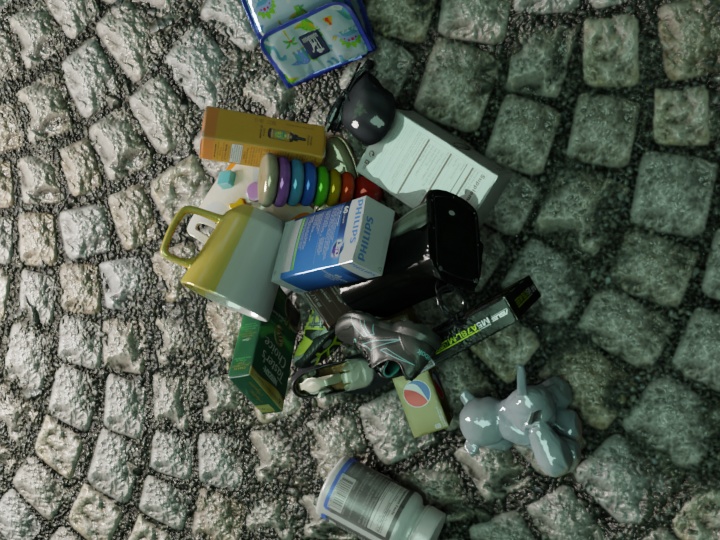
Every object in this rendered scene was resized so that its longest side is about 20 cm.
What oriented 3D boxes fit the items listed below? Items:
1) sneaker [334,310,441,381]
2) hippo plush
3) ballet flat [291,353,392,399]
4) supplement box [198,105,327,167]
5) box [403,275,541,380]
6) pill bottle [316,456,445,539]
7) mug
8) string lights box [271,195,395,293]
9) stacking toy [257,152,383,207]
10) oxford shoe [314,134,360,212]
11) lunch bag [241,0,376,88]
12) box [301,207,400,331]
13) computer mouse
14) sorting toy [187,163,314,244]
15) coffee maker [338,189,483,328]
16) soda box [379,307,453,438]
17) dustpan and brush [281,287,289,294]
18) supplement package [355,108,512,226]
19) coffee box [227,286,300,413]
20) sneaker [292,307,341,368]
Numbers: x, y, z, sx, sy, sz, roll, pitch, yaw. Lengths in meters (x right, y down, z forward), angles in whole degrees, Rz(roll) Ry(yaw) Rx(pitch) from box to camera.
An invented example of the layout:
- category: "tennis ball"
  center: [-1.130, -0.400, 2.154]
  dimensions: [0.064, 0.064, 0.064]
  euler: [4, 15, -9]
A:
- category: "sneaker"
  center: [0.025, 0.110, 1.326]
  dimensions: [0.199, 0.075, 0.080]
  euler: [5, 65, 49]
- category: "hippo plush"
  center: [0.236, 0.250, 1.402]
  dimensions: [0.160, 0.200, 0.160]
  euler: [-21, 68, 31]
- category: "ballet flat"
  center: [-0.033, 0.185, 1.556]
  dimensions: [0.199, 0.073, 0.074]
  euler: [-12, 93, 23]
- category: "supplement box"
  center: [-0.157, -0.206, 1.466]
  dimensions: [0.199, 0.069, 0.067]
  euler: [8, 60, -8]
- category: "box"
  center: [0.168, 0.086, 1.394]
  dimensions: [0.199, 0.193, 0.048]
  euler: [-32, 85, 22]
- category: "pill bottle"
  center: [0.036, 0.408, 1.537]
  dimensions: [0.199, 0.114, 0.114]
  euler: [25, 106, 17]
- category: "mug"
  center: [-0.195, -0.025, 1.419]
  dimensions: [0.149, 0.186, 0.154]
  euler: [14, 77, 48]
- category: "string lights box"
  center: [-0.044, -0.034, 1.331]
  dimensions: [0.199, 0.059, 0.103]
  euler: [-12, 59, 49]
- category: "stacking toy"
  center: [-0.061, -0.136, 1.450]
  dimensions: [0.199, 0.085, 0.086]
  euler: [4, 102, -16]
- category: "oxford shoe"
  center: [-0.042, -0.125, 1.511]
  dimensions: [0.070, 0.074, 0.201]
  euler: [-4, 95, 25]
- category: "lunch bag"
  center: [-0.085, -0.416, 1.466]
  dimensions: [0.169, 0.127, 0.201]
  euler: [-18, 104, 21]
- category: "box"
  center: [0.000, 0.000, 1.467]
  dimensions: [0.200, 0.075, 0.100]
  euler: [-37, 85, -9]
- category: "computer mouse"
  center: [-0.006, -0.258, 1.419]
  dimensions: [0.053, 0.200, 0.139]
  euler: [23, 105, -27]
- category: "sorting toy"
  center: [-0.195, -0.092, 1.535]
  dimensions: [0.200, 0.107, 0.180]
  euler: [44, 91, 11]
- category: "coffee maker"
  center: [0.064, 0.000, 1.316]
  dimensions: [0.135, 0.193, 0.200]
  euler: [39, 140, -24]
- category: "soda box"
  center: [0.087, 0.166, 1.497]
  dimensions: [0.064, 0.068, 0.201]
  euler: [-21, 92, 14]
- category: "dustpan and brush"
  center: [-0.196, -0.037, 1.593]
  dimensions: [0.139, 0.057, 0.200]
  euler: [-39, 83, 22]
- category: "supplement package"
  center: [0.116, -0.153, 1.420]
  dimensions: [0.200, 0.117, 0.118]
  euler: [35, 107, 13]
- category: "coffee box"
  center: [-0.156, 0.123, 1.514]
  dimensions: [0.044, 0.201, 0.123]
  euler: [-9, 138, 22]
- category: "sneaker"
  center: [-0.057, 0.079, 1.553]
  dimensions: [0.076, 0.075, 0.200]
  euler: [38, 97, 22]
